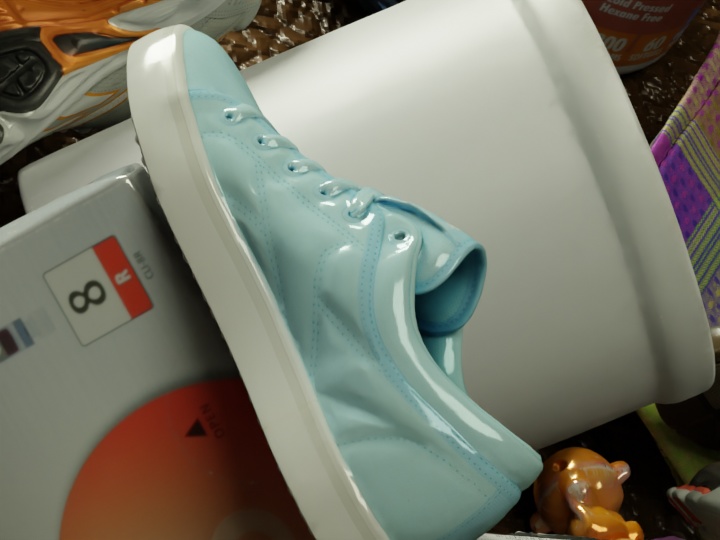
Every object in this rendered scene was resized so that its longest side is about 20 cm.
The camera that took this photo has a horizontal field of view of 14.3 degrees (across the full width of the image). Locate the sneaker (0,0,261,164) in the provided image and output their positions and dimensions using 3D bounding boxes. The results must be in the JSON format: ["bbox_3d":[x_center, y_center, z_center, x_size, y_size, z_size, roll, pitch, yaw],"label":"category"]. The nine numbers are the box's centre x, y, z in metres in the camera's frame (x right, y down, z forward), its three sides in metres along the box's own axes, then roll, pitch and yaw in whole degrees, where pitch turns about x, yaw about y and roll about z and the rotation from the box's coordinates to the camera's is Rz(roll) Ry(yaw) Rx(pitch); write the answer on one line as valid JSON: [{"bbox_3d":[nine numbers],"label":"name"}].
[{"bbox_3d":[-0.111,-0.068,1.014,0.199,0.092,0.076,-31,67,-9],"label":"sneaker"}]

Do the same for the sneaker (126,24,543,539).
[{"bbox_3d":[-0.004,-0.001,0.871,0.082,0.074,0.201,-28,67,5],"label":"sneaker"}]

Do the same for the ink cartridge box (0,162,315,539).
[{"bbox_3d":[-0.117,0.082,0.900,0.199,0.050,0.163,-30,98,-2],"label":"ink cartridge box"}]

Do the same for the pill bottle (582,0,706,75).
[{"bbox_3d":[0.130,-0.184,1.225,0.112,0.200,0.113,13,52,-17],"label":"pill bottle"}]

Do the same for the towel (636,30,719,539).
[{"bbox_3d":[0.153,0.004,1.186,0.144,0.023,0.200,55,45,-20],"label":"towel"}]

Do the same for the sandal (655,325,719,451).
[{"bbox_3d":[0.179,0.041,1.123,0.200,0.081,0.055,15,66,-49],"label":"sandal"}]

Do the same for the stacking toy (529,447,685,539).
[{"bbox_3d":[0.110,0.141,1.059,0.110,0.116,0.200,49,9,-46],"label":"stacking toy"}]

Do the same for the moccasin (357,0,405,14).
[{"bbox_3d":[0.030,-0.140,1.215,0.080,0.068,0.200,-40,77,-9],"label":"moccasin"}]

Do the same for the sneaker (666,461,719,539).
[{"bbox_3d":[0.171,0.084,1.063,0.077,0.082,0.200,45,5,13],"label":"sneaker"}]

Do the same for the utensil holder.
[{"bbox_3d":[0.000,0.000,1.004,0.199,0.170,0.171,-22,65,-1],"label":"utensil holder"}]

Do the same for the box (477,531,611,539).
[{"bbox_3d":[0.087,0.185,0.888,0.159,0.201,0.049,6,11,-14],"label":"box"}]
